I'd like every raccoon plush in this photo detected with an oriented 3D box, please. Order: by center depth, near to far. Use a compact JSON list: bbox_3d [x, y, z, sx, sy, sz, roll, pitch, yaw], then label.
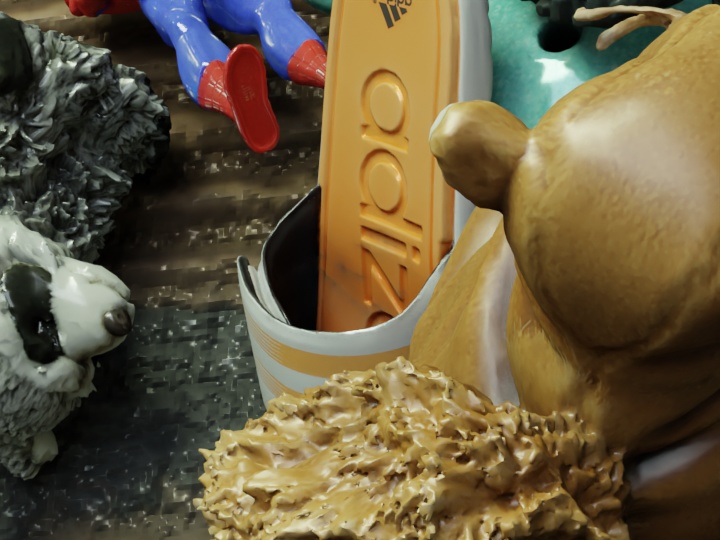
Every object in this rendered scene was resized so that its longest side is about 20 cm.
[{"bbox_3d":[-0.141,-0.009,0.928,0.200,0.096,0.135,5,75,53],"label":"raccoon plush"}]

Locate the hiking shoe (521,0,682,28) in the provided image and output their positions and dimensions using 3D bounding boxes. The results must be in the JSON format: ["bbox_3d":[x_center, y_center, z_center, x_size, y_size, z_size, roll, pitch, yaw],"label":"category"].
[{"bbox_3d":[0.069,-0.132,0.817,0.086,0.075,0.200,-15,29,-10],"label":"hiking shoe"}]

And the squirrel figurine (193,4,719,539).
[{"bbox_3d":[0.055,0.032,0.673,0.141,0.187,0.200,36,74,13],"label":"squirrel figurine"}]

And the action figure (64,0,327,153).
[{"bbox_3d":[-0.054,-0.093,0.913,0.065,0.052,0.200,-19,25,-19],"label":"action figure"}]

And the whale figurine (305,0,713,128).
[{"bbox_3d":[0.052,-0.067,0.863,0.159,0.104,0.200,-36,56,-3],"label":"whale figurine"}]

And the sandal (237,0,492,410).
[{"bbox_3d":[-0.005,-0.002,0.808,0.059,0.208,0.079,-13,20,-38],"label":"sandal"}]

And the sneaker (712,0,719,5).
[{"bbox_3d":[0.175,-0.105,0.737,0.199,0.076,0.078,1,100,39],"label":"sneaker"}]
